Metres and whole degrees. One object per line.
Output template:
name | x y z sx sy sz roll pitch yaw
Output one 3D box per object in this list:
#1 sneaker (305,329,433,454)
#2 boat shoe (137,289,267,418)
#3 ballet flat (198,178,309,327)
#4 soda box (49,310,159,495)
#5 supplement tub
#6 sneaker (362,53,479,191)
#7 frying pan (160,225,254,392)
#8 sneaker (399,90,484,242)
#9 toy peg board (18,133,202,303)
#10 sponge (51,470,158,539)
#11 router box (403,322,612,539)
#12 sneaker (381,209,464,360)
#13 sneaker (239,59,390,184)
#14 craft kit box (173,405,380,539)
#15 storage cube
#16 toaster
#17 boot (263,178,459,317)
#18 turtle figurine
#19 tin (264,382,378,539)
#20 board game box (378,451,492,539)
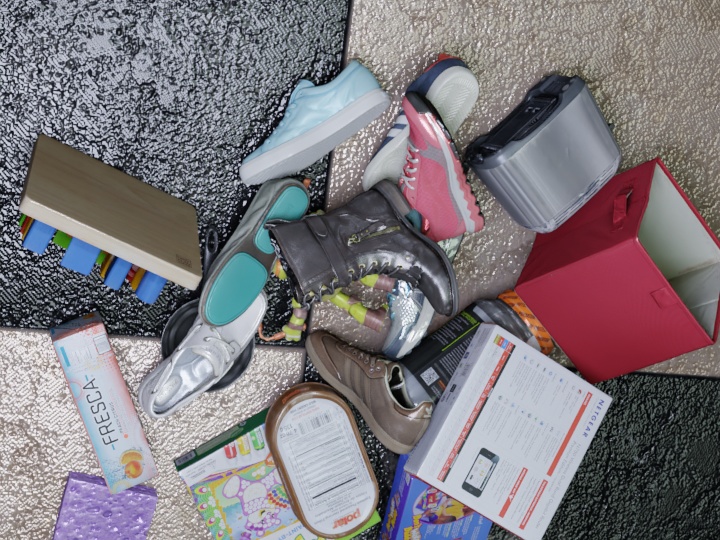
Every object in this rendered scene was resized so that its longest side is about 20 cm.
sneaker | 0.015 0.127 1.479 0.076 0.200 0.070 -53 150 18
boat shoe | -0.176 0.097 1.437 0.071 0.069 0.200 42 83 -17
ballet flat | -0.130 -0.022 1.437 0.067 0.063 0.201 42 75 -33
soda box | -0.299 0.153 1.442 0.063 0.068 0.202 -20 105 -12
supplement tub | 0.135 0.120 1.542 0.199 0.122 0.123 -36 109 -7
sneaker | 0.068 -0.175 1.497 0.075 0.085 0.200 26 117 -30
frying pan | -0.196 0.054 1.474 0.114 0.031 0.192 -22 104 -14
sneaker | 0.077 -0.111 1.436 0.086 0.074 0.201 -24 122 3
toy peg board | -0.286 -0.034 1.351 0.199 0.200 0.098 25 108 -20
sponge | -0.323 0.351 1.495 0.111 0.030 0.202 14 97 -19
router box | 0.175 0.193 1.459 0.179 0.049 0.201 32 81 -14
sneaker | 0.054 0.011 1.529 0.086 0.078 0.202 21 85 -13
sneaker | -0.066 -0.176 1.460 0.199 0.074 0.082 -31 78 -4
craft kit box | -0.102 0.276 1.543 0.199 0.048 0.199 -29 111 -10
storage cube | 0.324 0.005 1.515 0.200 0.179 0.172 49 40 -20
toaster | 0.225 -0.137 1.522 0.200 0.114 0.129 -43 109 -9
boot | 0.000 0.000 1.409 0.173 0.069 0.201 -28 73 -23
turtle figurine | -0.038 0.003 1.472 0.160 0.064 0.202 16 92 1
tin | -0.047 0.235 1.511 0.111 0.042 0.202 -22 107 -8
board game box | 0.105 0.293 1.553 0.133 0.045 0.201 -6 137 -16
